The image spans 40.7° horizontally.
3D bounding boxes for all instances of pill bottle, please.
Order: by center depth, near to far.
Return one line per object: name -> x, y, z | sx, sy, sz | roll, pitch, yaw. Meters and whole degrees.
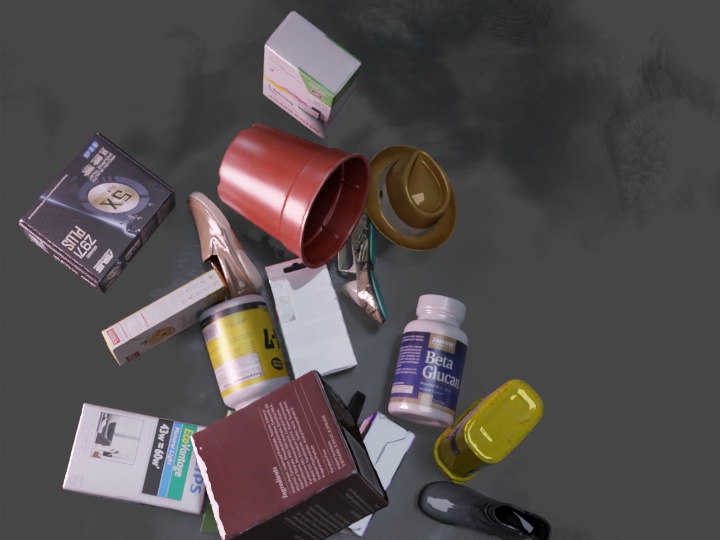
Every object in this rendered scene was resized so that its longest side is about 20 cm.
pill bottle -> -0.178, 0.151, 1.555 | 0.113, 0.114, 0.202 | -17, 79, -13
pill bottle -> 0.117, 0.148, 1.603 | 0.110, 0.111, 0.203 | 14, 74, -5

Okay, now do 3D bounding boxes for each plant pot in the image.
plant pot -> -0.116, -0.137, 1.593 | 0.194, 0.201, 0.202 | 28, 72, 21

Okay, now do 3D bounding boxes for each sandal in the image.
sandal -> -0.041, 0.262, 1.532 | 0.048, 0.076, 0.201 | 27, 32, -2

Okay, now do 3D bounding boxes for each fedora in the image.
fedora -> 0.098, -0.137, 1.670 | 0.198, 0.082, 0.203 | 10, 66, -21

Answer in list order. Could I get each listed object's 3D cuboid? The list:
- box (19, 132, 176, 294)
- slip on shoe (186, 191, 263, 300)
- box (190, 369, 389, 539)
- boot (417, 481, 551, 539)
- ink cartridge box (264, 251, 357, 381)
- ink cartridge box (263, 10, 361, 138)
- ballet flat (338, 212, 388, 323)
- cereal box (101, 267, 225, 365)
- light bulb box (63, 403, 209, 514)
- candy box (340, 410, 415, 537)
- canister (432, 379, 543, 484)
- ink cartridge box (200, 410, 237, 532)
box -> -0.428, -0.093, 1.595 | 0.163, 0.086, 0.201 | 37, 73, 1
slip on shoe -> -0.240, -0.038, 1.619 | 0.060, 0.076, 0.201 | -33, 90, -22
box -> -0.094, 0.274, 1.328 | 0.198, 0.166, 0.165 | -27, 58, 2
boot -> 0.197, 0.380, 1.543 | 0.197, 0.132, 0.071 | 15, 74, -5
ink cartridge box -> -0.086, 0.081, 1.622 | 0.108, 0.050, 0.202 | -14, 77, -12
ink cartridge box -> -0.086, -0.327, 1.652 | 0.144, 0.200, 0.084 | 37, 76, 2
ballet flat -> 0.000, 0.000, 1.656 | 0.074, 0.068, 0.203 | -11, 70, 11
cereal box -> -0.307, 0.076, 1.540 | 0.199, 0.144, 0.040 | -31, 82, -14
light bulb box -> -0.318, 0.286, 1.454 | 0.197, 0.198, 0.126 | 12, 75, -4
candy box -> 0.000, 0.316, 1.493 | 0.071, 0.200, 0.169 | 30, 74, 0
canister -> 0.200, 0.255, 1.537 | 0.148, 0.200, 0.087 | -41, 82, -20
ink cartridge box -> -0.153, 0.321, 1.486 | 0.144, 0.048, 0.203 | 10, 99, -24
